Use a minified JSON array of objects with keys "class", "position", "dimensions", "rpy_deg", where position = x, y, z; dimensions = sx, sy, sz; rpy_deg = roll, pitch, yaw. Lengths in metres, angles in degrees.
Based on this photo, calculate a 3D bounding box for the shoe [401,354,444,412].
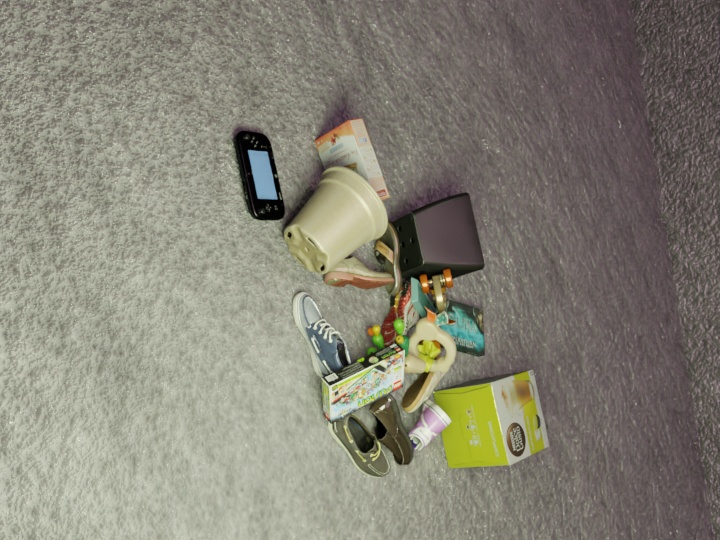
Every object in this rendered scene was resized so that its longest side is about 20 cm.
[{"class":"shoe","position":[0.168,0.291,1.648],"dimensions":[0.054,0.070,0.200],"rpy_deg":[49,46,-9]}]

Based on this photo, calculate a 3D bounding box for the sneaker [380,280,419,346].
[{"class":"sneaker","position":[0.112,0.127,1.641],"dimensions":[0.082,0.077,0.202],"rpy_deg":[41,52,-29]}]

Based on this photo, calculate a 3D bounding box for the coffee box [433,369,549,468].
[{"class":"coffee box","position":[0.337,0.385,1.692],"dimensions":[0.195,0.198,0.204],"rpy_deg":[-4,79,-44]}]

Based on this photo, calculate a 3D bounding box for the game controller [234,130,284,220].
[{"class":"game controller","position":[-0.222,-0.209,1.447],"dimensions":[0.103,0.042,0.204],"rpy_deg":[-8,83,-45]}]

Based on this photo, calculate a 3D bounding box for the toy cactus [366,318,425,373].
[{"class":"toy cactus","position":[0.077,0.212,1.540],"dimensions":[0.163,0.102,0.204],"rpy_deg":[17,92,-29]}]

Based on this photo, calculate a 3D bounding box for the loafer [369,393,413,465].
[{"class":"loafer","position":[0.063,0.375,1.515],"dimensions":[0.071,0.073,0.203],"rpy_deg":[-29,112,-23]}]

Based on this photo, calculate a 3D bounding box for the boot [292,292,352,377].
[{"class":"boot","position":[-0.079,0.138,1.442],"dimensions":[0.072,0.090,0.203],"rpy_deg":[-25,95,-45]}]

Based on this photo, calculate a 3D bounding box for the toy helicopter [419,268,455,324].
[{"class":"toy helicopter","position":[0.205,0.080,1.668],"dimensions":[0.200,0.077,0.135],"rpy_deg":[52,26,-77]}]

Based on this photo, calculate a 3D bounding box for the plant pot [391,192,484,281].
[{"class":"plant pot","position":[0.177,-0.076,1.699],"dimensions":[0.175,0.198,0.204],"rpy_deg":[-6,81,-34]}]

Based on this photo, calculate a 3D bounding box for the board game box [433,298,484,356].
[{"class":"board game box","position":[0.276,0.157,1.826],"dimensions":[0.198,0.028,0.138],"rpy_deg":[17,66,-40]}]

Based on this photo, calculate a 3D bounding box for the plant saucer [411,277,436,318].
[{"class":"plant saucer","position":[0.166,0.092,1.679],"dimensions":[0.200,0.019,0.071],"rpy_deg":[55,32,-55]}]

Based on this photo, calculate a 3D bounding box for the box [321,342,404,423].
[{"class":"box","position":[0.008,0.244,1.424],"dimensions":[0.197,0.035,0.112],"rpy_deg":[-22,128,-28]}]

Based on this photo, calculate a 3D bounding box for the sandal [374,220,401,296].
[{"class":"sandal","position":[0.063,-0.035,1.660],"dimensions":[0.054,0.081,0.205],"rpy_deg":[-2,85,-22]}]

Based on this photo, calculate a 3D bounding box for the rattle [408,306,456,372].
[{"class":"rattle","position":[0.187,0.142,1.619],"dimensions":[0.143,0.128,0.204],"rpy_deg":[-41,133,-46]}]

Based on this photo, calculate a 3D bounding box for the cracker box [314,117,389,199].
[{"class":"cracker box","position":[-0.022,-0.248,1.588],"dimensions":[0.057,0.133,0.203],"rpy_deg":[-22,92,-45]}]

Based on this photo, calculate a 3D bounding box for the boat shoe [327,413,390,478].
[{"class":"boat shoe","position":[0.008,0.397,1.466],"dimensions":[0.202,0.060,0.072],"rpy_deg":[49,50,-21]}]

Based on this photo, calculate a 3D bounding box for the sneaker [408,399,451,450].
[{"class":"sneaker","position":[0.153,0.377,1.579],"dimensions":[0.073,0.201,0.114],"rpy_deg":[43,84,11]}]

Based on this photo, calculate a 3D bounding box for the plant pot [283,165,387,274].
[{"class":"plant pot","position":[-0.070,-0.099,1.475],"dimensions":[0.184,0.199,0.202],"rpy_deg":[-46,109,-29]}]

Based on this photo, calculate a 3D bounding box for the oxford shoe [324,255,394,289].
[{"class":"oxford shoe","position":[0.000,0.000,1.571],"dimensions":[0.197,0.070,0.075],"rpy_deg":[8,67,-38]}]
